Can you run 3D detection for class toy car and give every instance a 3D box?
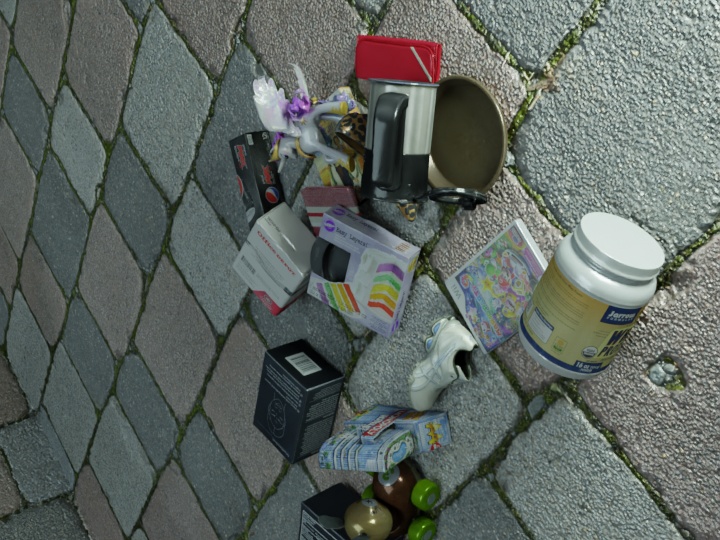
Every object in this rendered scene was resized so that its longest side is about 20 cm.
[{"bbox_3d":[0.022,0.453,1.635,0.163,0.199,0.160,23,118,43],"label":"toy car"}]

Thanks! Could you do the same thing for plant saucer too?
[{"bbox_3d":[0.164,-0.213,1.403,0.199,0.029,0.203,17,113,46],"label":"plant saucer"}]

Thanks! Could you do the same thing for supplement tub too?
[{"bbox_3d":[0.319,0.035,1.207,0.144,0.143,0.201,45,132,31],"label":"supplement tub"}]

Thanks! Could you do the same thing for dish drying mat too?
[{"bbox_3d":[0.060,-0.359,1.488,0.199,0.018,0.078,21,117,44],"label":"dish drying mat"}]

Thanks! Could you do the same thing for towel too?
[{"bbox_3d":[-0.035,-0.066,1.654,0.143,0.023,0.202,6,120,47],"label":"towel"}]

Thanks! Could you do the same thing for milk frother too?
[{"bbox_3d":[0.103,-0.198,1.372,0.181,0.197,0.191,-100,15,-75],"label":"milk frother"}]

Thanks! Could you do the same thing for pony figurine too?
[{"bbox_3d":[-0.098,-0.269,1.568,0.198,0.166,0.195,6,115,31],"label":"pony figurine"}]

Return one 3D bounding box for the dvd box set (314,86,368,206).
[{"bbox_3d":[-0.033,-0.219,1.628,0.146,0.029,0.202,-29,79,49],"label":"dvd box set"}]

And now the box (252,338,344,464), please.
[{"bbox_3d":[-0.133,0.276,1.835,0.148,0.106,0.202,37,126,36],"label":"box"}]

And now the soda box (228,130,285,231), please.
[{"bbox_3d":[-0.213,-0.186,1.823,0.070,0.063,0.202,-12,91,50],"label":"soda box"}]

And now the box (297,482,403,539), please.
[{"bbox_3d":[-0.026,0.586,1.790,0.199,0.122,0.201,30,123,39],"label":"box"}]

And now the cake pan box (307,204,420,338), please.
[{"bbox_3d":[0.000,0.000,1.597,0.199,0.052,0.186,30,124,20],"label":"cake pan box"}]

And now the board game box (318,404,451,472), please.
[{"bbox_3d":[0.054,0.304,1.592,0.198,0.199,0.062,-8,97,35],"label":"board game box"}]

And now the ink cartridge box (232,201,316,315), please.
[{"bbox_3d":[-0.163,-0.020,1.748,0.145,0.084,0.200,48,146,5],"label":"ink cartridge box"}]

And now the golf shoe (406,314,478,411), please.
[{"bbox_3d":[0.143,0.180,1.511,0.097,0.078,0.202,36,127,32],"label":"golf shoe"}]

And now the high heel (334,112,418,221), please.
[{"bbox_3d":[0.026,-0.172,1.486,0.071,0.142,0.202,-16,89,49],"label":"high heel"}]

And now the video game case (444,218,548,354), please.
[{"bbox_3d":[0.229,0.030,1.407,0.200,0.018,0.144,-46,67,46],"label":"video game case"}]
